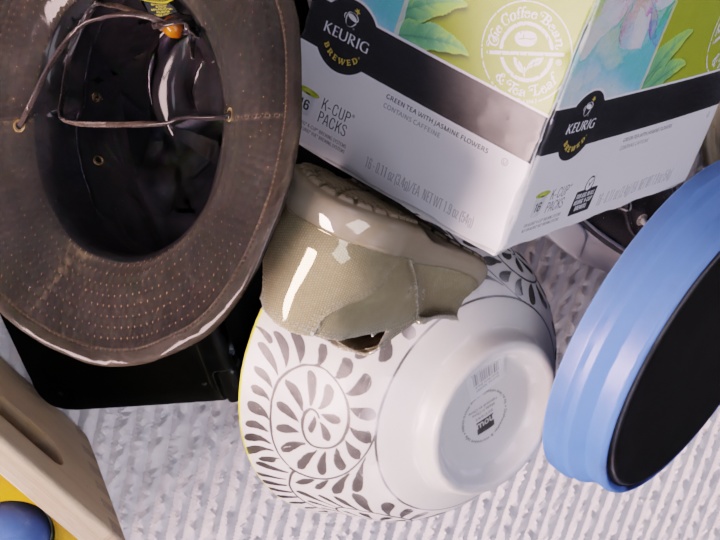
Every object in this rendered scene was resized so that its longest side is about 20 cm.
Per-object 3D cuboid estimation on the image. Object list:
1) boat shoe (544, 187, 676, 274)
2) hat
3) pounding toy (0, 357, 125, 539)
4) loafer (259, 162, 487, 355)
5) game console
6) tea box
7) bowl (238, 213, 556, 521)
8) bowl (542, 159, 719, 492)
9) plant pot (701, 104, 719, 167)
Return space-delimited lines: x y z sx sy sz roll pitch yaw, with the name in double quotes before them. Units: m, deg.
"boat shoe" 0.147 -0.036 0.920 0.200 0.072 0.068 27 107 -38
"hat" -0.084 -0.059 0.692 0.201 0.201 0.081 -55 154 15
"pounding toy" -0.251 0.124 0.802 0.184 0.142 0.200 -38 128 2
"loafer" 0.000 0.000 0.727 0.068 0.076 0.200 -58 160 4
"game console" -0.103 -0.039 0.842 0.176 0.117 0.200 -5 127 15
"tea box" 0.091 -0.137 0.742 0.200 0.134 0.197 -21 135 -53
"bowl" 0.043 0.061 0.870 0.200 0.094 0.201 -20 123 -34
"bowl" 0.176 0.035 0.892 0.201 0.039 0.201 -39 148 -30
"plant pot" 0.323 -0.067 0.907 0.200 0.184 0.201 -11 124 -17
